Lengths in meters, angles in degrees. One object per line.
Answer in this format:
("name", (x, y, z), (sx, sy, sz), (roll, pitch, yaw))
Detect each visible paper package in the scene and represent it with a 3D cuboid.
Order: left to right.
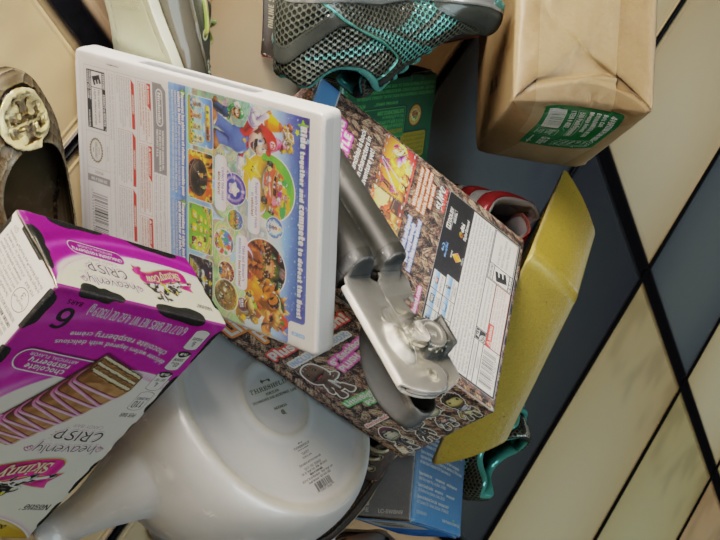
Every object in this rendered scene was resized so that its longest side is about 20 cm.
("paper package", (0.152, -0.189, 1.004), (0.200, 0.103, 0.191), (121, -29, -83))

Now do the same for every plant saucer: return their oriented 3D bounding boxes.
("plant saucer", (0.132, 0.042, 1.055), (0.200, 0.048, 0.200), (-55, 169, -63))

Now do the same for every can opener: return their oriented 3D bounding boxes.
("can opener", (-0.010, 0.000, 0.779), (0.053, 0.200, 0.067), (-6, 147, -45))

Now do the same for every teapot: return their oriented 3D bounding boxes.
("teapot", (-0.099, 0.117, 0.904), (0.200, 0.146, 0.198), (29, 42, -28))

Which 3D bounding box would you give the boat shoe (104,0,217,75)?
("boat shoe", (-0.119, -0.157, 0.806), (0.060, 0.072, 0.202), (-38, 130, -30))

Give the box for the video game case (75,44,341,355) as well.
("video game case", (-0.095, -0.045, 0.780), (0.018, 0.200, 0.144), (-23, 124, -47))

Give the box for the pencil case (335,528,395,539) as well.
("pencil case", (-0.021, 0.321, 1.142), (0.089, 0.078, 0.201), (-14, 122, -45))

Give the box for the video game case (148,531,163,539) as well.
("video game case", (-0.077, 0.186, 1.068), (0.200, 0.017, 0.143), (-45, 137, -31))

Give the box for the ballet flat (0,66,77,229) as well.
("ballet flat", (-0.192, -0.024, 0.794), (0.067, 0.046, 0.201), (-30, 128, -43))

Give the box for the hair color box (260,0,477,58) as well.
("hair color box", (0.017, -0.213, 0.966), (0.200, 0.061, 0.102), (-22, 124, -45))

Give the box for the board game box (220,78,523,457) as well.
("board game box", (0.000, 0.000, 0.894), (0.200, 0.097, 0.160), (37, 44, -21))

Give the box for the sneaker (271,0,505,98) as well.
("sneaker", (0.014, -0.160, 0.881), (0.200, 0.078, 0.092), (-4, 114, -40))

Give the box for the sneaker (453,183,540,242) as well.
("sneaker", (0.110, -0.011, 1.136), (0.071, 0.112, 0.200), (-64, 144, -18))

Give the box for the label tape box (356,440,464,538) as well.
("label tape box", (0.046, 0.119, 1.123), (0.144, 0.063, 0.201), (40, 53, -64))

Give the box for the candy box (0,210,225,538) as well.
("candy box", (-0.192, 0.068, 0.752), (0.200, 0.061, 0.136), (-46, 148, 18))

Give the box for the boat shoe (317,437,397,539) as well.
("boat shoe", (0.001, 0.117, 1.005), (0.200, 0.074, 0.073), (-60, 177, -11))

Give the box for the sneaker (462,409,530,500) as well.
("sneaker", (0.127, 0.132, 1.234), (0.200, 0.091, 0.078), (-59, 144, -16))

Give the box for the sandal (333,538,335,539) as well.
("sandal", (-0.036, 0.201, 1.063), (0.206, 0.059, 0.079), (-24, 124, -45))

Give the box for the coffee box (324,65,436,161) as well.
("coffee box", (-0.002, -0.056, 1.029), (0.123, 0.044, 0.201), (-17, 119, -49))
